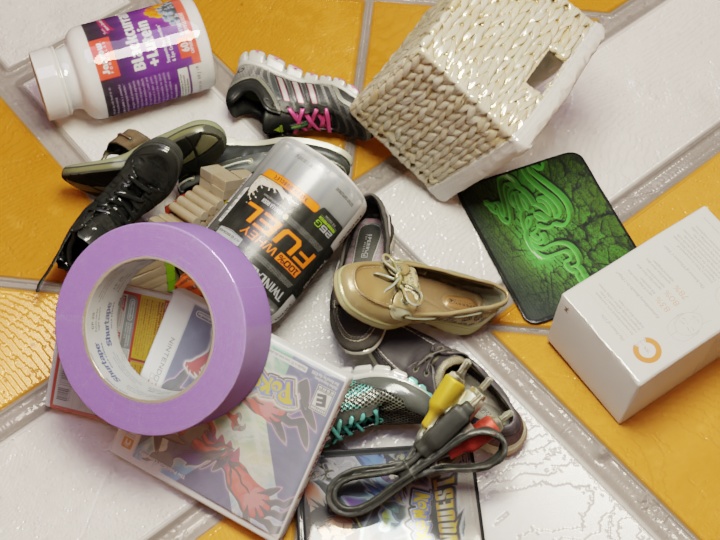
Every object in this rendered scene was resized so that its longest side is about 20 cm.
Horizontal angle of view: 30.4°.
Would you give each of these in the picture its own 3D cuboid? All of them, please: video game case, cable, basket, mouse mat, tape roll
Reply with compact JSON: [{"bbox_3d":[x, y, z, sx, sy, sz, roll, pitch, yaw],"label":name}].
[{"bbox_3d":[-0.129,0.141,1.295,0.200,0.023,0.183,26,100,15],"label":"video game case"},{"bbox_3d":[0.063,0.183,1.288,0.200,0.050,0.097,-41,88,3],"label":"cable"},{"bbox_3d":[-0.213,0.091,1.340,0.200,0.017,0.143,13,98,9],"label":"video game case"},{"bbox_3d":[0.125,-0.215,1.465,0.161,0.200,0.198,41,63,-9],"label":"basket"},{"bbox_3d":[0.218,-0.041,1.493,0.161,0.008,0.200,-18,58,-13],"label":"mouse mat"},{"bbox_3d":[-0.189,0.054,1.267,0.200,0.066,0.201,0,92,18],"label":"tape roll"},{"bbox_3d":[0.030,0.264,1.281,0.180,0.026,0.200,-3,57,-3],"label":"video game case"}]

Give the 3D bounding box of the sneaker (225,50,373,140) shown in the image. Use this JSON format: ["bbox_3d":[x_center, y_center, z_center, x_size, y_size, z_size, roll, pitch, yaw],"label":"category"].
[{"bbox_3d":[-0.073,-0.185,1.544,0.200,0.074,0.088,24,63,16],"label":"sneaker"}]

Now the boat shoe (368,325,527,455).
[{"bbox_3d":[0.088,0.109,1.358,0.200,0.065,0.072,40,68,23],"label":"boat shoe"}]

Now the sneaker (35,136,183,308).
[{"bbox_3d":[-0.266,-0.051,1.412,0.060,0.200,0.104,41,29,-17],"label":"sneaker"}]

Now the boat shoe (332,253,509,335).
[{"bbox_3d":[0.062,0.020,1.362,0.200,0.063,0.073,7,62,-37],"label":"boat shoe"}]

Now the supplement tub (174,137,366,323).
[{"bbox_3d":[-0.097,-0.030,1.396,0.122,0.123,0.200,34,80,19],"label":"supplement tub"}]

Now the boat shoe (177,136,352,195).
[{"bbox_3d":[-0.108,-0.110,1.497,0.199,0.072,0.068,1,62,5],"label":"boat shoe"}]

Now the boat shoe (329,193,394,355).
[{"bbox_3d":[0.000,0.000,1.412,0.067,0.057,0.200,-3,45,12],"label":"boat shoe"}]

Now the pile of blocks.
[{"bbox_3d":[-0.195,-0.039,1.446,0.200,0.082,0.062,-44,49,-16],"label":"pile of blocks"}]

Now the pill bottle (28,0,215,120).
[{"bbox_3d":[-0.279,-0.242,1.552,0.200,0.112,0.112,-18,59,-12],"label":"pill bottle"}]

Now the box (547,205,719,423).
[{"bbox_3d":[0.315,0.045,1.383,0.200,0.098,0.124,-30,65,-19],"label":"box"}]

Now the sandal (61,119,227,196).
[{"bbox_3d":[-0.237,-0.129,1.472,0.201,0.080,0.057,-18,62,18],"label":"sandal"}]

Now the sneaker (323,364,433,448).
[{"bbox_3d":[-0.024,0.144,1.330,0.199,0.078,0.091,5,54,13],"label":"sneaker"}]
